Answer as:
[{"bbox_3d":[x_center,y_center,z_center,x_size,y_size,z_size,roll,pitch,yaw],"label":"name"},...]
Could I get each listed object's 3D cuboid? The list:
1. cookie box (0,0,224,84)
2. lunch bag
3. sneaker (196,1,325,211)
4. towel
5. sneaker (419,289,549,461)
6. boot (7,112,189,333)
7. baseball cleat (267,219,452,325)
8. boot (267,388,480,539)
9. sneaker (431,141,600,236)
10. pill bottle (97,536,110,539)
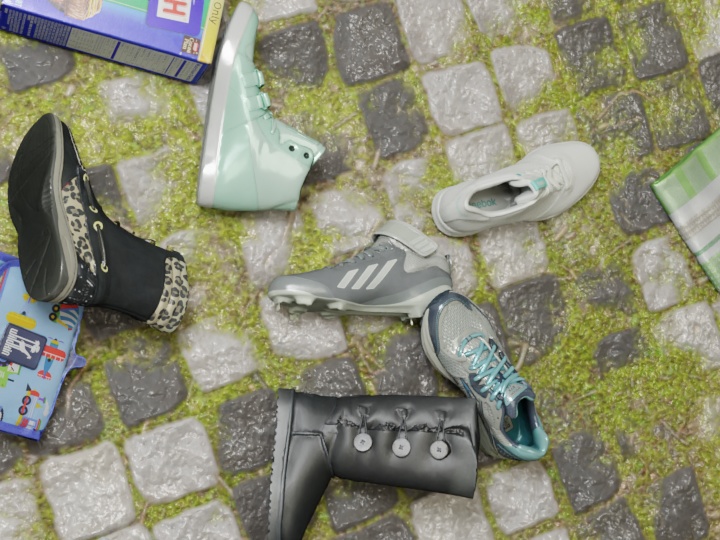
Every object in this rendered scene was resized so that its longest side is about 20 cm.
[{"bbox_3d":[-0.226,-0.292,1.189,0.199,0.075,0.172,13,79,-17],"label":"cookie box"},{"bbox_3d":[-0.344,0.060,1.118,0.199,0.094,0.151,21,76,-28],"label":"lunch bag"},{"bbox_3d":[-0.090,-0.155,1.219,0.118,0.074,0.202,7,92,-11],"label":"sneaker"},{"bbox_3d":[0.433,-0.056,1.408,0.149,0.031,0.200,-38,97,-19],"label":"towel"},{"bbox_3d":[0.133,0.105,1.240,0.078,0.086,0.200,-38,111,-19],"label":"sneaker"},{"bbox_3d":[-0.242,-0.039,1.159,0.153,0.073,0.204,24,40,-43],"label":"boot"},{"bbox_3d":[0.000,0.000,1.246,0.199,0.070,0.107,7,76,-28],"label":"baseball cleat"},{"bbox_3d":[0.014,0.199,1.196,0.199,0.066,0.166,4,82,-2],"label":"boot"},{"bbox_3d":[0.176,-0.085,1.295,0.199,0.088,0.076,-22,90,-19],"label":"sneaker"},{"bbox_3d":[-0.168,0.324,1.124,0.200,0.112,0.113,33,75,-12],"label":"pill bottle"}]
